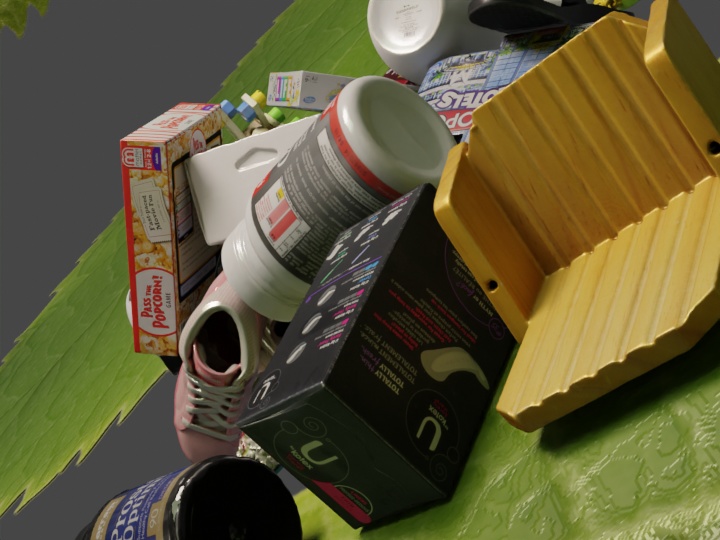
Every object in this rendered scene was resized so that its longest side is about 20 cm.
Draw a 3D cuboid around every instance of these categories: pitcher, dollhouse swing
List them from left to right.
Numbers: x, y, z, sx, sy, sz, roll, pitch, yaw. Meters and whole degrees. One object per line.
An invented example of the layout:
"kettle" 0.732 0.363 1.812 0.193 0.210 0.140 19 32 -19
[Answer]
"pitcher" 0.114 -0.236 1.351 0.171 0.122 0.199 -14 -8 33
"dollhouse swing" 0.131 -0.034 0.890 0.200 0.182 0.176 -33 1 37

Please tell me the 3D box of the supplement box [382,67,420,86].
"supplement box" 0.091 -0.235 1.601 0.200 0.061 0.109 -51 17 -8

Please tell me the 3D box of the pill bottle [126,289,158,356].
"pill bottle" -0.158 0.007 1.580 0.200 0.112 0.112 -39 19 26

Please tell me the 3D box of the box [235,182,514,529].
"box" 0.021 0.058 1.006 0.106 0.122 0.201 -29 24 45

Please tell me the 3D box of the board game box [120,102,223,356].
"board game box" -0.169 -0.042 1.341 0.046 0.202 0.152 4 19 13

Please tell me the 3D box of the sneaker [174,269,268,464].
"sneaker" -0.127 0.097 1.234 0.105 0.075 0.202 -64 -10 -68

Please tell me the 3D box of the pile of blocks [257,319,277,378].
"pile of blocks" -0.044 0.042 1.341 0.062 0.082 0.200 47 107 29

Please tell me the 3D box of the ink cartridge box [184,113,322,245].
"ink cartridge box" -0.049 -0.083 1.334 0.144 0.085 0.200 -16 -3 22

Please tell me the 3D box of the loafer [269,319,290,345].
"loafer" 0.000 0.000 1.251 0.200 0.072 0.063 -47 -23 9

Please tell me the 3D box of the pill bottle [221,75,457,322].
"pill bottle" -0.021 -0.051 1.147 0.200 0.116 0.116 -44 16 36

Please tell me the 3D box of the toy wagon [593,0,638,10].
"toy wagon" 0.278 -0.301 1.326 0.201 0.040 0.155 -56 18 -23

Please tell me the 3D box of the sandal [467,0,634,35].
"sandal" 0.159 -0.227 1.224 0.075 0.048 0.200 -5 -2 42

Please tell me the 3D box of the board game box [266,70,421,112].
"board game box" 0.019 -0.166 1.414 0.134 0.198 0.035 -158 74 -71

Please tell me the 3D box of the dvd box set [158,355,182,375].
"dvd box set" -0.106 0.033 1.430 0.200 0.029 0.146 -39 7 -16

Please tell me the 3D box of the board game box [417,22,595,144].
"board game box" 0.105 -0.106 1.185 0.199 0.062 0.201 -3 48 34

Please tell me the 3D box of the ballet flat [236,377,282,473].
"ballet flat" -0.050 0.096 1.201 0.200 0.064 0.076 -48 18 2

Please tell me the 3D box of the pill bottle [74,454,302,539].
"pill bottle" -0.140 0.211 1.080 0.200 0.112 0.112 -27 26 49

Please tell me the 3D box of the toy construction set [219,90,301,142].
"toy construction set" -0.068 -0.105 1.533 0.131 0.200 0.092 36 92 42
